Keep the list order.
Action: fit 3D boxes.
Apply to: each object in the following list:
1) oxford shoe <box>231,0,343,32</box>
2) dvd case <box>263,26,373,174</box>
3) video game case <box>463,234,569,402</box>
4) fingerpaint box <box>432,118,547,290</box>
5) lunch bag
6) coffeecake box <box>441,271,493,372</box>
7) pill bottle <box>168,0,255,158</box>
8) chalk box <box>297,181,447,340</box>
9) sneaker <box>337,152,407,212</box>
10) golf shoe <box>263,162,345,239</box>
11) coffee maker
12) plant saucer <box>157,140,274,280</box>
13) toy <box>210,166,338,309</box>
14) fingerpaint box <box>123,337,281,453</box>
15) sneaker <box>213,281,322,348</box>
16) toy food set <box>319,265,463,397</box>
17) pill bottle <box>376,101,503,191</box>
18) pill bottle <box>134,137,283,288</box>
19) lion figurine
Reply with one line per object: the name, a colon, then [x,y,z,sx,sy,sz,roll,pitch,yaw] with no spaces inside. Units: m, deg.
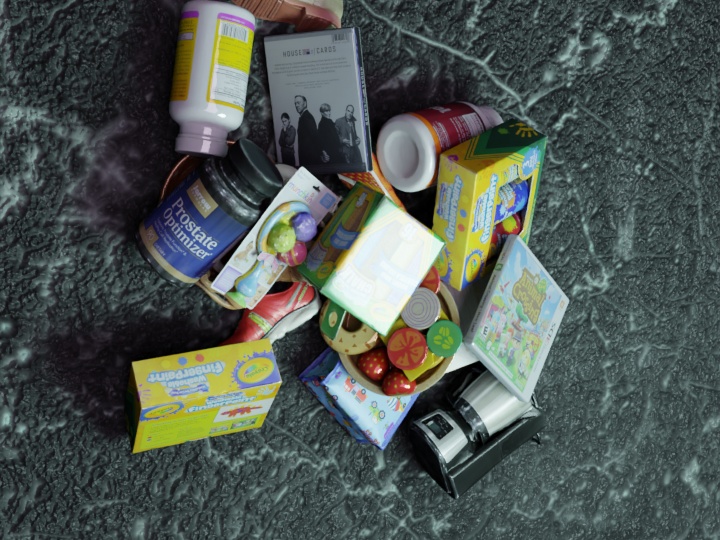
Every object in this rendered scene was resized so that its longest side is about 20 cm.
oxford shoe: [-0.115,-0.399,1.528,0.198,0.071,0.075,21,65,-24]
dvd case: [-0.061,-0.239,1.536,0.025,0.148,0.204,-28,115,-61]
video game case: [0.239,0.075,1.612,0.200,0.022,0.184,44,65,-44]
fingerpaint box: [0.186,-0.097,1.579,0.166,0.073,0.202,-28,137,-37]
lunch bag: [0.030,0.148,1.670,0.200,0.094,0.151,-48,111,-19]
coffeecake box: [0.157,0.065,1.678,0.198,0.073,0.156,-16,92,-29]
pill bottle: [-0.206,-0.259,1.470,0.103,0.104,0.204,8,89,-24]
chalk box: [0.000,0.000,1.483,0.123,0.124,0.201,36,88,-25]
sneaker: [0.030,-0.118,1.626,0.072,0.078,0.201,-12,127,22]
golf shoe: [-0.065,-0.101,1.541,0.199,0.087,0.078,29,68,-50]
coffee maker: [0.194,0.269,1.728,0.199,0.134,0.194,-35,111,-13]
plant saucer: [-0.196,-0.087,1.553,0.197,0.032,0.204,-5,102,-21]
toy: [-0.105,-0.031,1.454,0.201,0.047,0.115,-49,150,3]
fingerpaint box: [-0.226,0.176,1.513,0.197,0.167,0.074,-9,64,-21]
sneaker: [-0.153,0.073,1.591,0.199,0.077,0.086,-33,91,-19]
toy food set: [0.051,0.082,1.568,0.197,0.049,0.201,-38,74,7]
pill bottle: [0.126,-0.191,1.608,0.198,0.112,0.115,-19,108,-44]
pill bottle: [-0.201,-0.080,1.441,0.200,0.112,0.112,-42,114,16]
lion figurine: [-0.145,0.003,1.546,0.198,0.073,0.123,-29,122,-1]
